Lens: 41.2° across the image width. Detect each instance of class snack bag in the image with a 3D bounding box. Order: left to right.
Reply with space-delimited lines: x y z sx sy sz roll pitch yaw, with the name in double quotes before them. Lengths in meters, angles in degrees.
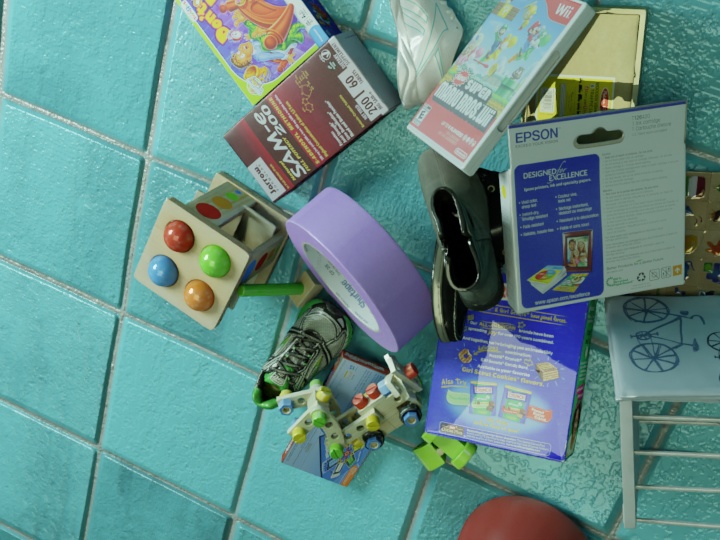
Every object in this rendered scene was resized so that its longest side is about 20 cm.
"snack bag" 0.360 0.078 0.997 0.198 0.189 0.022 -1 120 10

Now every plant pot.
"plant pot" 0.184 0.416 1.206 0.199 0.177 0.202 10 112 25

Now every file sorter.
"file sorter" 0.356 0.167 1.067 0.124 0.139 0.201 -1 116 18

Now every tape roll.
"tape roll" 0.000 0.000 1.126 0.066 0.200 0.200 -41 91 -12

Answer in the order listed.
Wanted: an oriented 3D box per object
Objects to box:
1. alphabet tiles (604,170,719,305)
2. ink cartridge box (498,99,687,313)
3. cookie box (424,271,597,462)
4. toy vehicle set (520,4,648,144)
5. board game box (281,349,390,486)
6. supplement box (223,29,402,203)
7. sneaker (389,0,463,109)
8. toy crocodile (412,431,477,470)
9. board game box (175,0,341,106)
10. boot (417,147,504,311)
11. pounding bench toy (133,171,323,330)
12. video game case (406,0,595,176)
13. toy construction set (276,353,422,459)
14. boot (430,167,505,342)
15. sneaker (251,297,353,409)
"alphabet tiles" 0.362 -0.015 1.065 0.166 0.008 0.201 4 115 12
"ink cartridge box" 0.244 -0.068 1.000 0.196 0.047 0.201 -9 106 -10
"cookie box" 0.178 0.105 1.125 0.170 0.075 0.202 9 92 19
"toy vehicle set" 0.241 -0.187 1.051 0.123 0.027 0.201 8 112 19
"board game box" -0.021 0.203 1.290 0.102 0.019 0.201 24 118 -11
"supplement box" -0.059 -0.183 1.156 0.200 0.061 0.109 -36 94 30
"sneaker" 0.072 -0.285 1.068 0.080 0.071 0.202 -6 111 8
"toy crocodile" 0.139 0.186 1.221 0.067 0.062 0.200 39 114 5
"board game box" -0.134 -0.319 1.143 0.134 0.045 0.200 -35 94 29
"boot" 0.099 -0.061 0.983 0.067 0.131 0.201 -20 69 10
"pounding bench toy" -0.155 -0.005 1.207 0.199 0.156 0.125 33 118 7
"video game case" 0.140 -0.205 0.998 0.017 0.143 0.200 32 99 -32
"toy construction set" 0.003 0.166 1.209 0.199 0.092 0.131 -28 121 29
"boot" 0.162 -0.015 1.063 0.153 0.073 0.205 6 83 16
"sneaker" -0.077 0.116 1.250 0.078 0.085 0.200 35 126 2
